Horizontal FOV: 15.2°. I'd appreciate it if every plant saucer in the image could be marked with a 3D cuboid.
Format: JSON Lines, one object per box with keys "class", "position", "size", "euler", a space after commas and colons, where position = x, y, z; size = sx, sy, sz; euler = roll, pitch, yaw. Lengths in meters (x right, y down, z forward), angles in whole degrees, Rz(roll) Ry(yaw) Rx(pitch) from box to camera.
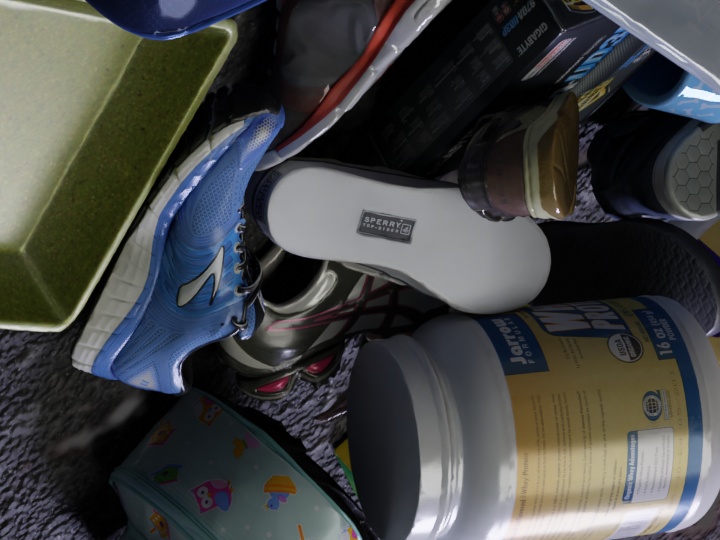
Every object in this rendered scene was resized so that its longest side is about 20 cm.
{"class": "plant saucer", "position": [-0.181, -0.066, 1.358], "size": [0.199, 0.048, 0.201], "euler": [5, 122, -53]}

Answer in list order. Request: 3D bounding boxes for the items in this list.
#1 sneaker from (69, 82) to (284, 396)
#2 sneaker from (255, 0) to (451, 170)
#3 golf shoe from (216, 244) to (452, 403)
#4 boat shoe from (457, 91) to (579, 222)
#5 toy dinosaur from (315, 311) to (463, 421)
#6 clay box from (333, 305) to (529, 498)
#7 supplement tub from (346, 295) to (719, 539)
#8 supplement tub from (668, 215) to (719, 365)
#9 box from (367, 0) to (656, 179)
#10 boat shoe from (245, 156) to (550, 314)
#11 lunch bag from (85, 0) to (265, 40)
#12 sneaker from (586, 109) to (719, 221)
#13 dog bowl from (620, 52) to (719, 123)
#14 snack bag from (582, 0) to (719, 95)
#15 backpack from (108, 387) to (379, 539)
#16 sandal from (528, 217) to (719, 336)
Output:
{"class": "sneaker", "position": [-0.083, -0.014, 1.479], "size": [0.201, 0.089, 0.079], "euler": [-61, -171, 31]}
{"class": "sneaker", "position": [-0.016, -0.136, 1.474], "size": [0.200, 0.082, 0.077], "euler": [-45, -177, 35]}
{"class": "golf shoe", "position": [0.000, 0.000, 1.633], "size": [0.199, 0.077, 0.088], "euler": [-33, 140, -22]}
{"class": "boat shoe", "position": [0.090, -0.065, 1.530], "size": [0.200, 0.064, 0.074], "euler": [-21, 111, -82]}
{"class": "toy dinosaur", "position": [0.073, 0.067, 1.736], "size": [0.199, 0.136, 0.086], "euler": [-17, 138, -39]}
{"class": "clay box", "position": [0.080, 0.097, 1.864], "size": [0.200, 0.048, 0.115], "euler": [-40, 149, -9]}
{"class": "supplement tub", "position": [0.105, 0.094, 1.623], "size": [0.199, 0.145, 0.145], "euler": [-5, 133, -21]}
{"class": "supplement tub", "position": [0.283, 0.029, 1.887], "size": [0.145, 0.200, 0.146], "euler": [-32, 146, -24]}
{"class": "box", "position": [0.115, -0.130, 1.575], "size": [0.158, 0.046, 0.200], "euler": [-22, 167, -36]}
{"class": "boat shoe", "position": [0.018, -0.025, 1.577], "size": [0.199, 0.066, 0.072], "euler": [9, 102, -29]}
{"class": "lunch bag", "position": [-0.065, -0.203, 1.259], "size": [0.199, 0.136, 0.133], "euler": [-27, 144, -32]}
{"class": "sneaker", "position": [0.239, -0.093, 1.760], "size": [0.202, 0.077, 0.146], "euler": [-30, -172, -22]}
{"class": "dog bowl", "position": [0.203, -0.185, 1.626], "size": [0.049, 0.111, 0.201], "euler": [-3, 119, -30]}
{"class": "snack bag", "position": [0.179, -0.210, 1.498], "size": [0.188, 0.021, 0.201], "euler": [30, 71, -27]}
{"class": "backpack", "position": [-0.072, 0.175, 1.644], "size": [0.153, 0.176, 0.201], "euler": [-40, 146, -18]}
{"class": "sandal", "position": [0.171, -0.003, 1.735], "size": [0.043, 0.200, 0.077], "euler": [-11, 106, -32]}
